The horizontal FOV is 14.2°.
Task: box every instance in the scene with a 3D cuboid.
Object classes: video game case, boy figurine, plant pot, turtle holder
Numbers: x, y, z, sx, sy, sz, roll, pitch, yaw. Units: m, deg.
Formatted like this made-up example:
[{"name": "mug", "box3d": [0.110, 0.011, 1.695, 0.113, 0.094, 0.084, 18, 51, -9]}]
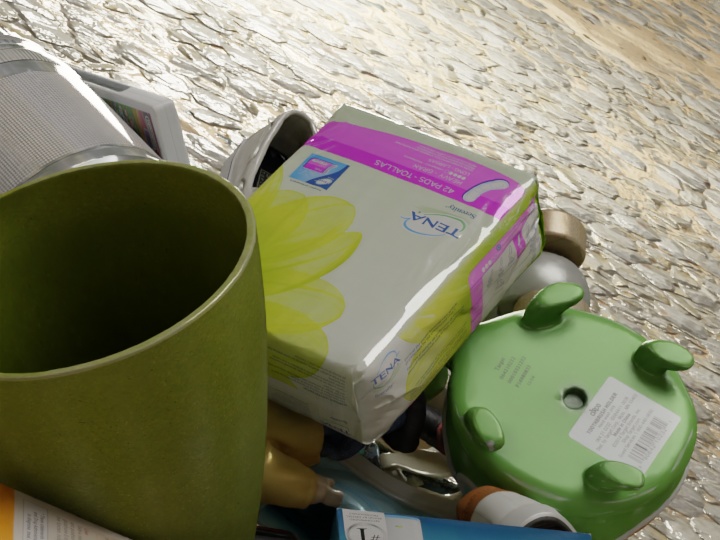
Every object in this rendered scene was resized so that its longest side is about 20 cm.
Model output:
[{"name": "video game case", "box3d": [-0.158, -0.059, 1.894, 0.018, 0.143, 0.200, -24, 23, -25]}, {"name": "boy figurine", "box3d": [-0.058, 0.100, 1.679, 0.200, 0.064, 0.124, -20, 46, -29]}, {"name": "plant pot", "box3d": [-0.122, 0.076, 1.528, 0.187, 0.200, 0.187, -11, 34, 7]}, {"name": "turtle holder", "box3d": [0.103, 0.099, 1.724, 0.185, 0.132, 0.141, 5, 56, -2]}]

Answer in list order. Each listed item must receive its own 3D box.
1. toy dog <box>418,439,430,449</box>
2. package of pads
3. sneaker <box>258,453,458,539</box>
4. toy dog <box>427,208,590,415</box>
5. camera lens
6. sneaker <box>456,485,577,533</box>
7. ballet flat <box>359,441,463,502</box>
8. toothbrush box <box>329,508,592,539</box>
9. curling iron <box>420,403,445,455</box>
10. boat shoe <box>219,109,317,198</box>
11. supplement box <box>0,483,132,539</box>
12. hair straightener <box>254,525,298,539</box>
[{"name": "toy dog", "box3d": [-0.012, 0.048, 1.974, 0.096, 0.132, 0.200, -19, 25, -14]}, {"name": "package of pads", "box3d": [0.000, 0.000, 1.690, 0.154, 0.068, 0.200, 23, 52, 28]}, {"name": "sneaker", "box3d": [0.016, 0.173, 1.740, 0.200, 0.074, 0.082, 27, 37, -3]}, {"name": "toy dog", "box3d": [0.073, 0.035, 1.843, 0.200, 0.132, 0.096, 2, -37, 37]}, {"name": "camera lens", "box3d": [-0.209, -0.043, 1.799, 0.160, 0.160, 0.200, 10, 26, -47]}, {"name": "sneaker", "box3d": [0.115, 0.200, 1.679, 0.085, 0.073, 0.200, 31, -29, 55]}, {"name": "ballet flat", "box3d": [0.070, 0.156, 1.845, 0.200, 0.074, 0.074, 19, 20, -29]}, {"name": "toothbrush box", "box3d": [0.056, 0.221, 1.510, 0.146, 0.085, 0.200, 7, 32, -8]}, {"name": "curling iron", "box3d": [0.052, 0.108, 1.805, 0.200, 0.026, 0.050, 38, 36, 12]}, {"name": "boat shoe", "box3d": [-0.053, -0.024, 1.796, 0.072, 0.066, 0.200, 30, 36, -15]}, {"name": "supplement box", "box3d": [-0.109, 0.197, 1.439, 0.200, 0.074, 0.126, 25, 17, -14]}, {"name": "hair straightener", "box3d": [-0.015, 0.180, 1.646, 0.200, 0.041, 0.077, 18, 2, -27]}]
